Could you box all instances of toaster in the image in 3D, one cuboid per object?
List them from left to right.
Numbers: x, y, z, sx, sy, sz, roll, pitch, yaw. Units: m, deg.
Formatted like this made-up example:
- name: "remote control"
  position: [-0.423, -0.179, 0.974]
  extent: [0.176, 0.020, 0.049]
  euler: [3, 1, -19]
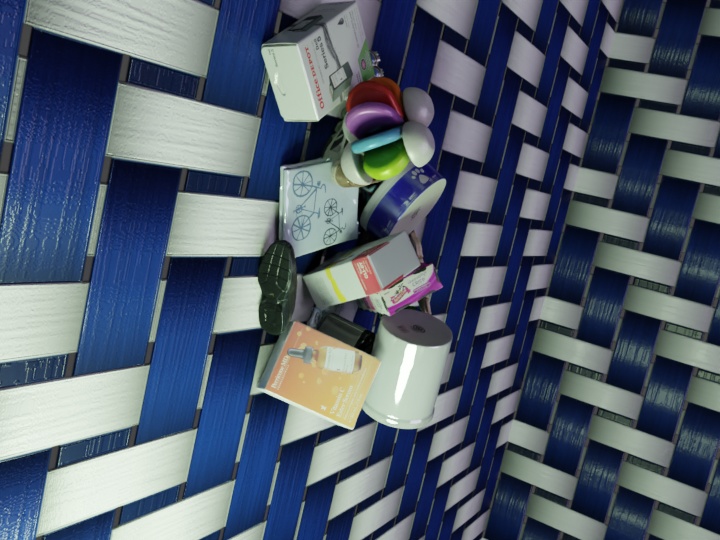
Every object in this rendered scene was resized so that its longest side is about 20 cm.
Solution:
- name: "toaster"
  position: [-0.035, 0.208, 1.816]
  extent: [0.181, 0.118, 0.200]
  euler: [-63, 152, -4]

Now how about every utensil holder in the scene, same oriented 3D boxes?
- name: "utensil holder"
  position: [0.098, 0.206, 1.732]
  extent: [0.170, 0.169, 0.201]
  euler: [-26, 135, -56]

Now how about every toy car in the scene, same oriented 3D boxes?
- name: "toy car"
  position: [0.034, -0.264, 1.470]
  extent: [0.150, 0.174, 0.201]
  euler: [46, 38, -48]

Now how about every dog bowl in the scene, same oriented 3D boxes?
- name: "dog bowl"
  position: [0.093, -0.148, 1.766]
  extent: [0.200, 0.079, 0.200]
  euler: [-44, 167, -13]

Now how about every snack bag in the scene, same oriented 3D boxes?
- name: "snack bag"
  position: [-0.078, -0.131, 1.605]
  extent: [0.199, 0.021, 0.189]
  euler: [-18, 121, -38]
- name: "snack bag"
  position: [-0.060, 0.104, 1.849]
  extent: [0.201, 0.021, 0.189]
  euler: [-68, 154, -10]

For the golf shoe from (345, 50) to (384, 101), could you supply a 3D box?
- name: "golf shoe"
  position: [0.011, -0.331, 1.604]
  extent: [0.097, 0.078, 0.201]
  euler: [-17, 81, -22]

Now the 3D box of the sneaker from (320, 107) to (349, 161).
- name: "sneaker"
  position: [-0.017, -0.249, 1.655]
  extent: [0.074, 0.088, 0.201]
  euler: [34, 76, -64]

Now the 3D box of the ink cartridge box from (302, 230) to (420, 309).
- name: "ink cartridge box"
  position: [0.000, 0.000, 1.690]
  extent: [0.145, 0.199, 0.084]
  euler: [-35, 103, -46]

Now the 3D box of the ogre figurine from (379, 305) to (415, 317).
- name: "ogre figurine"
  position: [0.111, 0.132, 1.881]
  extent: [0.200, 0.120, 0.099]
  euler: [18, 98, -45]

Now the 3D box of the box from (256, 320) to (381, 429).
- name: "box"
  position: [-0.086, 0.211, 1.644]
  extent: [0.153, 0.199, 0.106]
  euler: [-67, -167, -12]

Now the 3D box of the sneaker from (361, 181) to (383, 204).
- name: "sneaker"
  position: [0.023, -0.198, 1.742]
  extent: [0.096, 0.079, 0.200]
  euler: [-49, 164, -33]

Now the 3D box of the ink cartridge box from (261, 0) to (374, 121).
- name: "ink cartridge box"
  position: [-0.072, -0.376, 1.456]
  extent: [0.200, 0.084, 0.146]
  euler: [-49, 134, -40]

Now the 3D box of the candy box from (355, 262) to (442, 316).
- name: "candy box"
  position: [0.073, 0.035, 1.754]
  extent: [0.136, 0.200, 0.061]
  euler: [-27, 99, -17]

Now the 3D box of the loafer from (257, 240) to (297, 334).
- name: "loafer"
  position: [-0.155, 0.025, 1.575]
  extent: [0.072, 0.073, 0.201]
  euler: [-45, 152, -55]

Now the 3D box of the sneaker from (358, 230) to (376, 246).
- name: "sneaker"
  position: [0.028, -0.017, 1.901]
  extent: [0.082, 0.073, 0.201]
  euler: [76, 24, -83]

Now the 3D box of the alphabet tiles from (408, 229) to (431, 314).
- name: "alphabet tiles"
  position: [0.136, 0.008, 1.880]
  extent: [0.196, 0.015, 0.201]
  euler: [-108, -172, -65]

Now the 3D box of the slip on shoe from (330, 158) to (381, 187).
- name: "slip on shoe"
  position: [0.032, -0.207, 1.605]
  extent: [0.199, 0.060, 0.076]
  euler: [-18, 120, -40]
